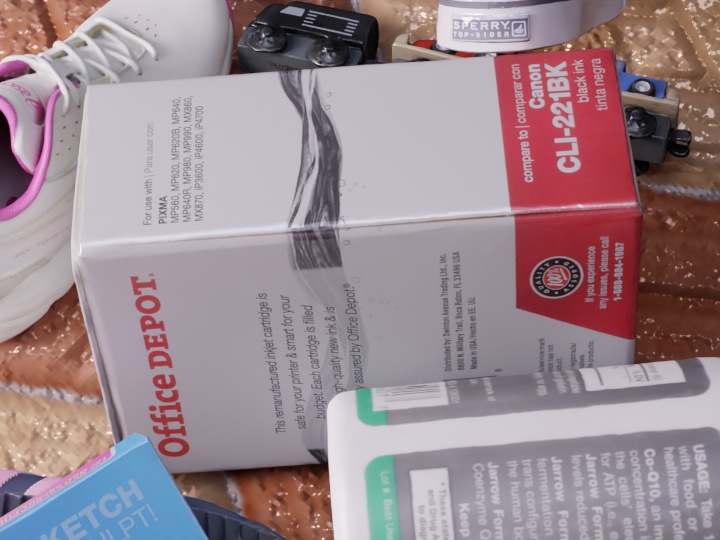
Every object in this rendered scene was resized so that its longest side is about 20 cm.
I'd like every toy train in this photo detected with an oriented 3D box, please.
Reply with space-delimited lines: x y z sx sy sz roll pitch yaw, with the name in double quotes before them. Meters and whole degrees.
"toy train" 0.045 -0.081 0.964 0.199 0.034 0.046 14 49 12

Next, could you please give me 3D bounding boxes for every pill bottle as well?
"pill bottle" 0.090 0.091 0.813 0.199 0.113 0.114 -5 59 1

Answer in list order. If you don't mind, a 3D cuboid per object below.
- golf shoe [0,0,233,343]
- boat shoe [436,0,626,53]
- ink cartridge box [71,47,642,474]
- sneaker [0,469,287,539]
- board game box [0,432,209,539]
"golf shoe" -0.117 -0.062 0.928 0.075 0.092 0.200 25 63 18
"boat shoe" 0.066 -0.132 0.907 0.071 0.200 0.068 2 103 14
"ink cartridge box" 0.000 0.000 0.850 0.199 0.145 0.084 -5 51 0
"sneaker" -0.109 0.104 0.846 0.199 0.082 0.070 14 95 -12
"board game box" -0.121 0.172 0.774 0.200 0.040 0.153 -32 95 -12
